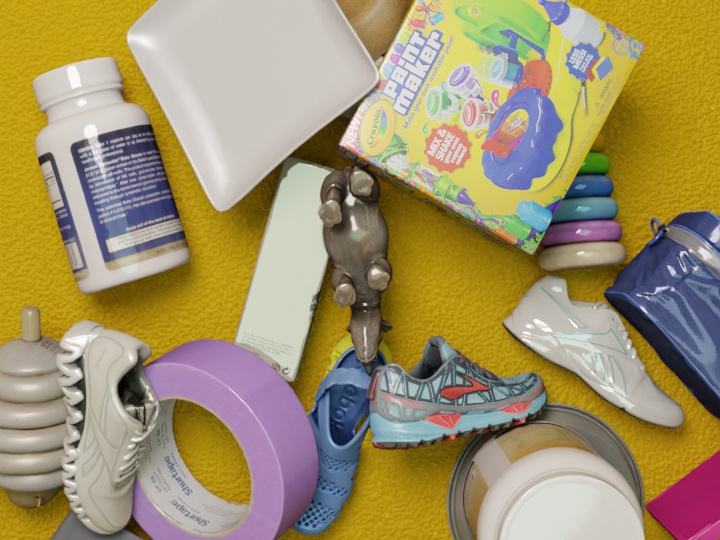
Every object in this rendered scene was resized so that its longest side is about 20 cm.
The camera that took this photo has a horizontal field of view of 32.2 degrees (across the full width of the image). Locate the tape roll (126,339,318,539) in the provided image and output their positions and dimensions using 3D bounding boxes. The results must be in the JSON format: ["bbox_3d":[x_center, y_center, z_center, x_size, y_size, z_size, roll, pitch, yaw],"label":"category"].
[{"bbox_3d":[-0.139,0.169,1.151,0.198,0.066,0.203,11,113,27],"label":"tape roll"}]

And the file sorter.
[{"bbox_3d":[0.400,0.229,1.180,0.199,0.139,0.126,-37,95,1],"label":"file sorter"}]

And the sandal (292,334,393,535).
[{"bbox_3d":[-0.027,0.159,1.192,0.079,0.087,0.202,18,94,-4],"label":"sandal"}]

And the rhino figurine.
[{"bbox_3d":[0.000,0.000,1.121,0.059,0.088,0.203,-7,107,2],"label":"rhino figurine"}]

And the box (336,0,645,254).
[{"bbox_3d":[0.107,-0.148,1.096,0.191,0.122,0.202,28,91,-3],"label":"box"}]

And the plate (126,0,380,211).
[{"bbox_3d":[-0.093,-0.185,1.087,0.199,0.032,0.201,-37,74,24],"label":"plate"}]

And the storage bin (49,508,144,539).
[{"bbox_3d":[-0.236,0.324,1.182,0.199,0.146,0.135,31,65,-2],"label":"storage bin"}]

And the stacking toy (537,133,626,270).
[{"bbox_3d":[0.203,-0.103,1.192,0.084,0.085,0.203,-5,87,-1],"label":"stacking toy"}]

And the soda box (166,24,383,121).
[{"bbox_3d":[-0.078,-0.192,1.180,0.197,0.068,0.065,14,93,-2],"label":"soda box"}]

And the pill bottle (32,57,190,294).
[{"bbox_3d":[-0.236,-0.089,1.160,0.110,0.111,0.202,-16,94,0],"label":"pill bottle"}]

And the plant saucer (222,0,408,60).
[{"bbox_3d":[-0.050,-0.272,1.151,0.197,0.036,0.203,3,67,-7],"label":"plant saucer"}]

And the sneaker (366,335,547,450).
[{"bbox_3d":[0.095,0.106,1.166,0.198,0.079,0.097,-8,87,-35],"label":"sneaker"}]

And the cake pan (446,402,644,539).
[{"bbox_3d":[0.184,0.233,1.225,0.197,0.037,0.203,0,93,-1],"label":"cake pan"}]

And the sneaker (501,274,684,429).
[{"bbox_3d":[0.237,0.080,1.202,0.199,0.070,0.081,35,89,-2],"label":"sneaker"}]

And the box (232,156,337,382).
[{"bbox_3d":[-0.065,-0.003,1.185,0.068,0.082,0.202,16,94,-2],"label":"box"}]

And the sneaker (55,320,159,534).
[{"bbox_3d":[-0.220,0.146,1.113,0.080,0.075,0.203,6,110,19],"label":"sneaker"}]

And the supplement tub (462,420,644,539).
[{"bbox_3d":[0.169,0.220,1.104,0.142,0.200,0.146,0,94,-1],"label":"supplement tub"}]

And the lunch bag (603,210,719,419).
[{"bbox_3d":[0.333,0.033,1.168,0.132,0.136,0.200,-42,93,0],"label":"lunch bag"}]

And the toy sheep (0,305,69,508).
[{"bbox_3d":[-0.310,0.130,1.163,0.136,0.138,0.203,1,111,-1],"label":"toy sheep"}]
